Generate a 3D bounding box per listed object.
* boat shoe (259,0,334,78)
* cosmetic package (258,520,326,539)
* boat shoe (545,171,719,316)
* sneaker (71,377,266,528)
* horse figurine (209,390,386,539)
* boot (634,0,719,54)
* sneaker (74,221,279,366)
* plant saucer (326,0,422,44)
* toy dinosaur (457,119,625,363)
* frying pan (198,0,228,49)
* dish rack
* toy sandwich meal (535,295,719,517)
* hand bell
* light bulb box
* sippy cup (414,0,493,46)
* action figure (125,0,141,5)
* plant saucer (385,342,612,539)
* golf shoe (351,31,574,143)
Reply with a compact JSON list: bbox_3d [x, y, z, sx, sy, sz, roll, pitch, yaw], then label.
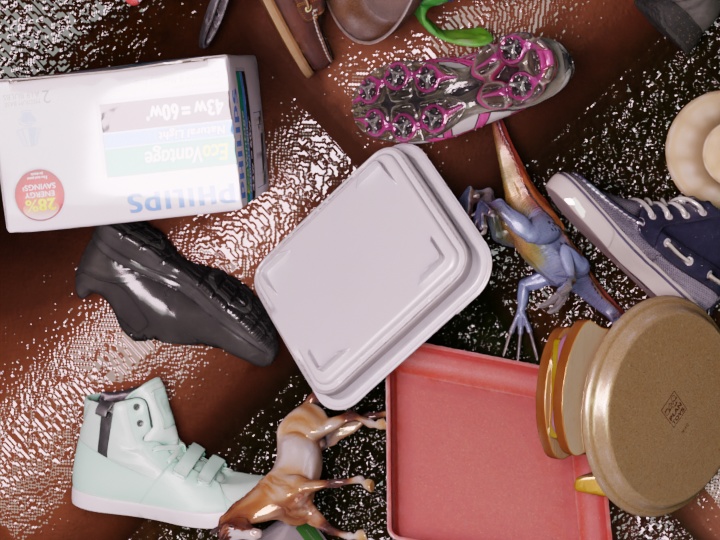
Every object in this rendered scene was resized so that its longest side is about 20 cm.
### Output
[{"bbox_3d":[-0.059,-0.245,1.504,0.070,0.071,0.200,-29,138,2],"label":"boat shoe"},{"bbox_3d":[-0.070,0.291,1.536,0.085,0.200,0.108,-35,95,11],"label":"cosmetic package"},{"bbox_3d":[0.249,-0.041,1.535,0.200,0.075,0.093,41,91,-27],"label":"boat shoe"},{"bbox_3d":[-0.157,0.158,1.590,0.199,0.074,0.119,5,102,5],"label":"sneaker"},{"bbox_3d":[-0.037,0.162,1.561,0.132,0.201,0.050,-2,139,26],"label":"horse figurine"},{"bbox_3d":[0.266,-0.277,1.487,0.131,0.200,0.068,-48,49,7],"label":"boot"},{"bbox_3d":[-0.162,0.032,1.588,0.199,0.076,0.091,34,107,6],"label":"sneaker"},{"bbox_3d":[0.018,-0.288,1.491,0.032,0.200,0.202,-2,97,-28],"label":"plant saucer"},{"bbox_3d":[0.173,-0.017,1.553,0.180,0.105,0.201,21,84,-20],"label":"toy dinosaur"},{"bbox_3d":[-0.102,-0.286,1.519,0.031,0.115,0.191,29,86,31],"label":"frying pan"},{"bbox_3d":[0.000,0.000,1.528,0.200,0.043,0.172,-43,56,16],"label":"dish rack"},{"bbox_3d":[0.235,0.113,1.519,0.204,0.070,0.207,-4,96,-37],"label":"toy sandwich meal"},{"bbox_3d":[0.312,-0.093,1.476,0.103,0.200,0.105,0,97,4],"label":"hand bell"},{"bbox_3d":[-0.186,-0.110,1.502,0.196,0.200,0.126,-6,96,3],"label":"light bulb box"},{"bbox_3d":[0.111,-0.284,1.500,0.129,0.178,0.141,2,64,-21],"label":"sippy cup"},{"bbox_3d":[-0.143,-0.307,1.533,0.065,0.099,0.200,39,99,0],"label":"action figure"},{"bbox_3d":[0.111,0.163,1.528,0.198,0.201,0.037,12,140,-14],"label":"plant saucer"},{"bbox_3d":[0.089,-0.150,1.545,0.199,0.092,0.073,-10,86,27],"label":"golf shoe"}]
